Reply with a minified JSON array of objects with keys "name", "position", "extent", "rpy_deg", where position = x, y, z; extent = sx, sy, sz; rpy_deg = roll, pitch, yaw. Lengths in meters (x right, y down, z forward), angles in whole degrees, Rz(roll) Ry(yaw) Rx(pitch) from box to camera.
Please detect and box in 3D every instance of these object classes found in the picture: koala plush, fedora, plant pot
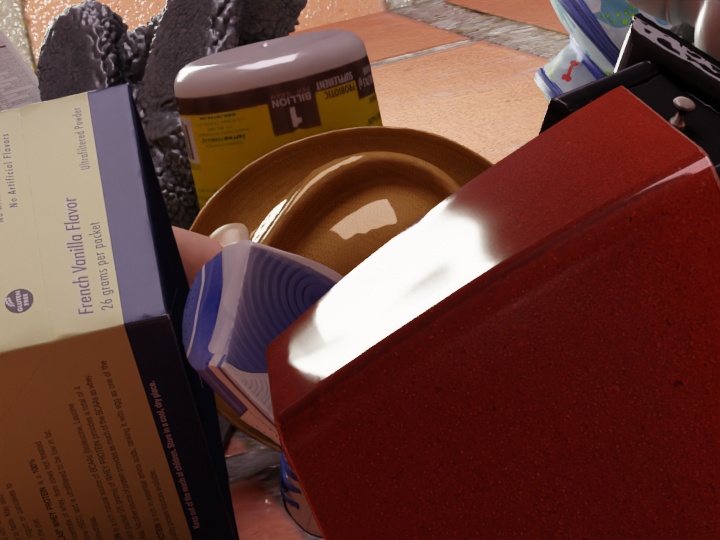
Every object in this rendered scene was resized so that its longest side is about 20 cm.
[{"name":"koala plush","position":[-0.076,-0.064,1.658],"extent":[0.177,0.185,0.200],"rpy_deg":[-18,-32,36]},{"name":"fedora","position":[0.000,0.000,1.388],"extent":[0.199,0.202,0.082],"rpy_deg":[-13,-23,-5]},{"name":"plant pot","position":[0.069,0.067,1.030],"extent":[0.175,0.201,0.200],"rpy_deg":[-23,11,2]}]

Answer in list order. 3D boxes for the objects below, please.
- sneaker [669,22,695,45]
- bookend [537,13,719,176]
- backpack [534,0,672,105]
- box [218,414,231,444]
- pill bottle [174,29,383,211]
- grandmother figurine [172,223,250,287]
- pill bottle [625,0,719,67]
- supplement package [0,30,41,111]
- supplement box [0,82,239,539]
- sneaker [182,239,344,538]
[{"name":"sneaker","position":[0.258,-0.070,1.515],"extent":[0.199,0.076,0.116],"rpy_deg":[20,-24,12]},{"name":"bookend","position":[0.145,-0.019,1.337],"extent":[0.200,0.092,0.198],"rpy_deg":[36,36,27]},{"name":"backpack","position":[0.193,-0.125,1.728],"extent":[0.147,0.200,0.183],"rpy_deg":[-38,-6,8]},{"name":"box","position":[-0.130,0.069,1.522],"extent":[0.116,0.060,0.200],"rpy_deg":[-11,12,7]},{"name":"pill bottle","position":[-0.031,-0.025,1.514],"extent":[0.109,0.201,0.109],"rpy_deg":[-12,11,2]},{"name":"grandmother figurine","position":[-0.155,-0.011,1.317],"extent":[0.199,0.122,0.061],"rpy_deg":[20,12,-32]},{"name":"pill bottle","position":[0.242,-0.134,1.420],"extent":[0.199,0.112,0.111],"rpy_deg":[27,25,16]},{"name":"supplement package","position":[-0.257,-0.035,1.673],"extent":[0.152,0.200,0.151],"rpy_deg":[-40,-4,24]},{"name":"supplement box","position":[-0.173,0.048,1.228],"extent":[0.199,0.200,0.135],"rpy_deg":[-13,52,-1]},{"name":"sneaker","position":[-0.012,0.073,1.203],"extent":[0.115,0.199,0.081],"rpy_deg":[-19,47,48]}]
